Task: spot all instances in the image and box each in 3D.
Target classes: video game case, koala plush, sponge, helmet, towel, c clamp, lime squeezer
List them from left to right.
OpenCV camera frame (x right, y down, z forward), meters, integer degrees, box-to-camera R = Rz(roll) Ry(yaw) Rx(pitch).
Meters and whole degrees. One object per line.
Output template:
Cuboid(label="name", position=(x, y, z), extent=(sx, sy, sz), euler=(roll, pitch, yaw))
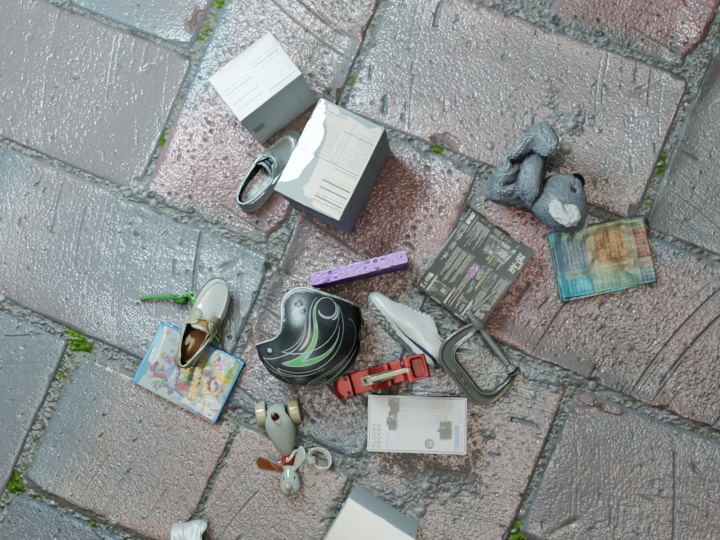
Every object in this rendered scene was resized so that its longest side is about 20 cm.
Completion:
Cuboid(label="lime squeezer", position=(-0.369, 0.077, 1.802), extent=(0.200, 0.038, 0.071), euler=(27, 119, 6))
Cuboid(label="video game case", position=(-0.361, 0.213, 1.791), extent=(0.200, 0.018, 0.143), euler=(26, 88, 7))
Cuboid(label="helmet", position=(-0.101, 0.137, 1.691), extent=(0.199, 0.200, 0.191), euler=(16, 83, 7))
Cuboid(label="sponge", position=(0.000, 0.000, 1.729), extent=(0.199, 0.112, 0.030), euler=(-13, 85, 4))
Cuboid(label="c clamp", position=(0.249, 0.167, 1.706), extent=(0.171, 0.027, 0.200), euler=(-33, 104, -2))
Cuboid(label="koala plush", position=(0.367, -0.153, 1.678), extent=(0.184, 0.177, 0.200), euler=(-44, 76, 10))
Cuboid(label="towel", position=(0.489, -0.026, 1.730), extent=(0.199, 0.022, 0.147), euler=(-12, 85, 4))

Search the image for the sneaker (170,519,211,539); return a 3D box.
Cuboid(label="sneaker", position=(-0.317, 0.600, 1.726), extent=(0.099, 0.078, 0.201), euler=(-17, 84, 0))

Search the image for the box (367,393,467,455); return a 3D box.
Cuboid(label="box", position=(0.114, 0.309, 1.716), extent=(0.199, 0.060, 0.117), euler=(2, 85, 6))

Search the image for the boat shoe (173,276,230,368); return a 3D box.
Cuboid(label="boat shoe", position=(-0.321, 0.110, 1.744), extent=(0.075, 0.068, 0.200), euler=(23, 92, -12))

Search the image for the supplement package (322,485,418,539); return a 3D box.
Cuboid(label="supplement package", position=(-0.002, 0.553, 1.660), extent=(0.152, 0.151, 0.200), euler=(30, 89, 8))

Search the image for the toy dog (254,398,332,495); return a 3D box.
Cuboid(label="toy dog", position=(-0.155, 0.350, 1.720), extent=(0.132, 0.096, 0.200), euler=(-31, 83, 2))

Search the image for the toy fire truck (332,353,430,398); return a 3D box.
Cuboid(label="toy fire truck", position=(0.038, 0.212, 1.691), extent=(0.199, 0.141, 0.049), euler=(-16, 84, 4))

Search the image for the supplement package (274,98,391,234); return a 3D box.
Cuboid(label="supplement package", position=(-0.050, -0.204, 1.711), extent=(0.147, 0.191, 0.200), euler=(26, 87, 8))

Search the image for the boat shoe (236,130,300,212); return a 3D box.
Cuboid(label="boat shoe", position=(-0.190, -0.210, 1.785), extent=(0.070, 0.072, 0.201), euler=(36, 89, 7))

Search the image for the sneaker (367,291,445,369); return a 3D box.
Cuboid(label="sneaker", position=(0.099, 0.108, 1.738), extent=(0.200, 0.076, 0.081), euler=(45, 79, 3))

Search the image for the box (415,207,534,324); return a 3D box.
Cuboid(label="box", position=(0.233, -0.002, 1.740), extent=(0.160, 0.044, 0.200), euler=(35, 89, 7))

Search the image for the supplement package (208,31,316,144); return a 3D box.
Cuboid(label="supplement package", position=(-0.195, -0.365, 1.735), extent=(0.156, 0.200, 0.111), euler=(-37, 83, 1))
